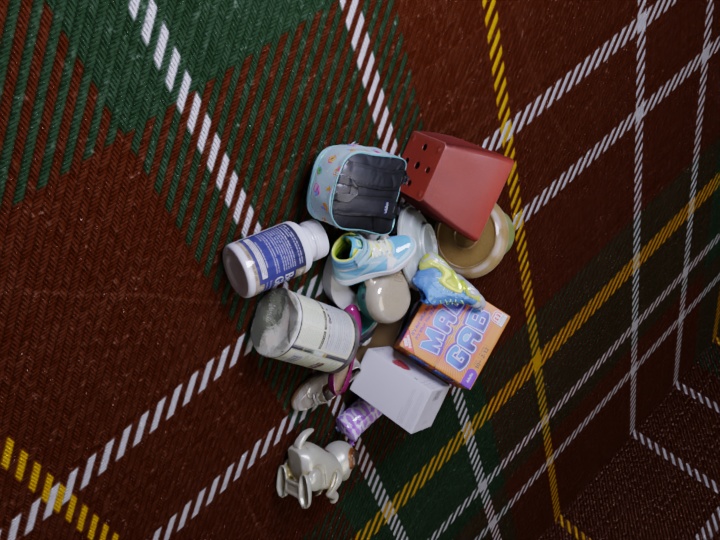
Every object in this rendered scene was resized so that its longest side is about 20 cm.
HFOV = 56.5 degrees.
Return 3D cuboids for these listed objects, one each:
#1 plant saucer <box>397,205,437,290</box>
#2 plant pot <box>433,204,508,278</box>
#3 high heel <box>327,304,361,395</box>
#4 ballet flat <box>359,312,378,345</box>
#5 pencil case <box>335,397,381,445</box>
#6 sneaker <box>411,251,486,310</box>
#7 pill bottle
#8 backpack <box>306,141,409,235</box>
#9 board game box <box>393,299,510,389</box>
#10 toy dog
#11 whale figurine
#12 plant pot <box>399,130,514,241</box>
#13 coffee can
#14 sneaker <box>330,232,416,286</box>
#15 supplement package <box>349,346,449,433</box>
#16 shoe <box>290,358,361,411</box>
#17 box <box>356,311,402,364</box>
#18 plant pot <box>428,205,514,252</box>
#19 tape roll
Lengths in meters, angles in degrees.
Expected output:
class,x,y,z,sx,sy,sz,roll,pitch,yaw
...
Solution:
class,x,y,z,sx,sy,sz,roll,pitch,yaw
plant saucer,0.143,-0.055,1.577,0.200,0.050,0.203,32,55,-60
plant pot,0.255,-0.083,1.596,0.027,0.199,0.203,4,111,-55
high heel,-0.032,0.183,1.527,0.066,0.096,0.203,8,99,-8
ballet flat,-0.023,0.168,1.616,0.199,0.073,0.073,-40,136,-1
pencil case,0.027,0.369,1.775,0.199,0.084,0.086,-38,100,-19
sneaker,0.195,0.049,1.537,0.199,0.076,0.105,40,94,-19
pill bottle,-0.164,-0.032,1.337,0.198,0.111,0.113,-25,129,-30
backpack,-0.019,-0.170,1.360,0.199,0.152,0.178,-6,116,-53
board game box,0.220,0.156,1.673,0.202,0.198,0.200,-59,177,-8
toy dog,-0.101,0.496,1.717,0.198,0.138,0.197,2,82,-43
whale figurine,0.050,0.019,1.545,0.158,0.103,0.204,8,84,-43
plant pot,0.189,-0.211,1.516,0.175,0.199,0.202,18,102,-36
coffee can,-0.118,0.134,1.454,0.199,0.146,0.148,25,97,-47
sneaker,0.027,-0.043,1.424,0.198,0.080,0.131,-24,152,-5
supplement package,0.097,0.290,1.662,0.121,0.199,0.121,4,113,-60
shoe,-0.083,0.280,1.631,0.199,0.053,0.070,-36,130,-9
box,0.028,0.187,1.715,0.162,0.021,0.203,1,113,-43
plant pot,0.297,-0.098,1.694,0.183,0.199,0.203,3,113,-56
tape roll,0.000,0.000,1.567,0.201,0.037,0.206,-22,127,-33
